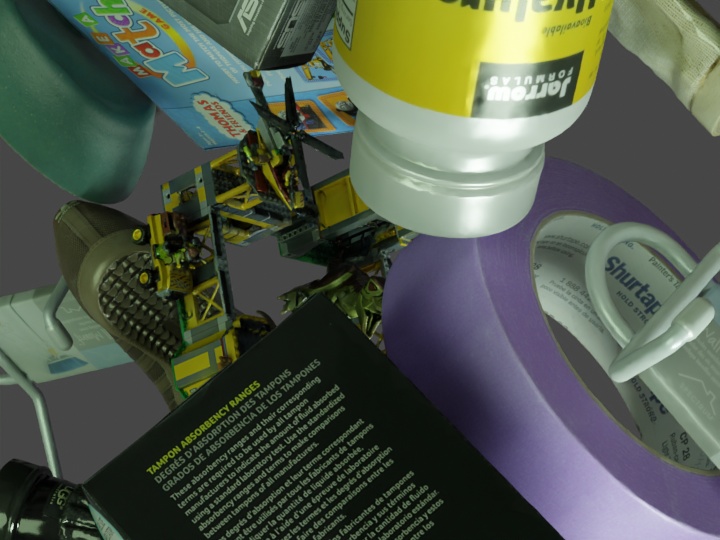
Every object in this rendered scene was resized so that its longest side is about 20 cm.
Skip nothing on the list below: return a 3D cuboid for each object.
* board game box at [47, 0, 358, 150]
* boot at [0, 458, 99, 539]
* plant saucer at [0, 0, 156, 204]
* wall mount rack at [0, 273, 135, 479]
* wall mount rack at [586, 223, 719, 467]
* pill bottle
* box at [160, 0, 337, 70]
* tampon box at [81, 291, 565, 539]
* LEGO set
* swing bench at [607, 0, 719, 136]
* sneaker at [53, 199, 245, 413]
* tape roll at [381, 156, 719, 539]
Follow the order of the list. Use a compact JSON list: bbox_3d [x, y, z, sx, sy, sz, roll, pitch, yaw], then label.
[{"bbox_3d":[-0.035,-0.120,0.912,0.199,0.151,0.037,-5,59,31],"label":"board game box"},{"bbox_3d":[-0.139,0.210,1.098,0.157,0.080,0.212,12,132,11],"label":"boot"},{"bbox_3d":[-0.162,-0.129,0.955,0.036,0.200,0.201,-30,88,16],"label":"plant saucer"},{"bbox_3d":[-0.166,0.076,1.088,0.199,0.075,0.174,-13,131,34],"label":"wall mount rack"},{"bbox_3d":[0.198,0.033,0.791,0.200,0.174,0.075,48,142,-1],"label":"wall mount rack"},{"bbox_3d":[0.047,-0.117,0.739,0.111,0.111,0.201,26,130,22],"label":"pill bottle"},{"bbox_3d":[-0.050,-0.211,0.794,0.158,0.048,0.201,37,116,21],"label":"box"},{"bbox_3d":[0.002,0.141,0.746,0.200,0.126,0.150,45,161,19],"label":"tampon box"},{"bbox_3d":[0.000,0.000,0.898,0.115,0.200,0.155,-23,60,33],"label":"LEGO set"},{"bbox_3d":[0.140,-0.189,0.789,0.199,0.130,0.200,47,122,11],"label":"swing bench"},{"bbox_3d":[-0.095,0.030,1.000,0.070,0.200,0.076,-38,46,-6],"label":"sneaker"},{"bbox_3d":[0.105,0.047,0.836,0.066,0.200,0.201,-42,82,33],"label":"tape roll"}]
